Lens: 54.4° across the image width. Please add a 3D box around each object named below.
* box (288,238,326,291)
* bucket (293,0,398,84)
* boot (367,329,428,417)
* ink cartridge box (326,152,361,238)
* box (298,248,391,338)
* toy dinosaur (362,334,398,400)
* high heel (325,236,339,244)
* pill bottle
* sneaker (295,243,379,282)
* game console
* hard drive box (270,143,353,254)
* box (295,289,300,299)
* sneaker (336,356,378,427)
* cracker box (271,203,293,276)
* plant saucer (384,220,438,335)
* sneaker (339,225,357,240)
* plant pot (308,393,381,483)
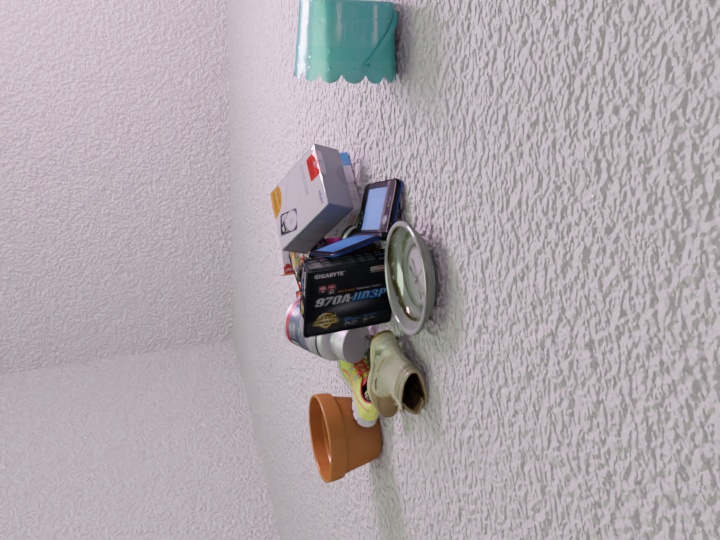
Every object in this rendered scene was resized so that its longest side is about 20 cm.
[{"bbox_3d":[-0.135,-0.051,1.752,0.201,0.037,0.140,-118,40,-60],"label":"box"},{"bbox_3d":[-0.025,-0.419,1.274,0.207,0.201,0.139,-133,42,-62],"label":"bucket"},{"bbox_3d":[0.074,0.241,1.385,0.155,0.070,0.205,-132,35,-53],"label":"boot"},{"bbox_3d":[-0.050,-0.159,1.643,0.116,0.065,0.205,116,144,-58],"label":"ink cartridge box"},{"bbox_3d":[-0.026,0.045,1.419,0.046,0.195,0.162,-125,34,-49],"label":"box"},{"bbox_3d":[0.039,0.187,1.506,0.088,0.046,0.203,50,138,37],"label":"toy dinosaur"},{"bbox_3d":[-0.080,-0.107,1.763,0.200,0.065,0.099,-111,8,-74],"label":"high heel"},{"bbox_3d":[-0.076,0.139,1.614,0.197,0.118,0.123,17,115,42],"label":"pill bottle"},{"bbox_3d":[-0.051,-0.007,1.515,0.075,0.196,0.072,-22,-88,-66],"label":"sneaker"},{"bbox_3d":[-0.014,-0.103,1.400,0.199,0.115,0.176,-171,93,-71],"label":"game console"},{"bbox_3d":[-0.114,-0.158,1.583,0.199,0.075,0.159,-40,55,40],"label":"hard drive box"},{"bbox_3d":[-0.079,0.091,1.732,0.198,0.037,0.140,-26,70,43],"label":"box"},{"bbox_3d":[0.008,0.248,1.608,0.204,0.076,0.091,68,149,27],"label":"sneaker"},{"bbox_3d":[-0.164,-0.094,1.922,0.058,0.130,0.206,163,100,-71],"label":"cracker box"},{"bbox_3d":[0.098,0.011,1.258,0.200,0.049,0.206,173,90,-73],"label":"plant saucer"},{"bbox_3d":[0.000,0.000,1.576,0.081,0.071,0.206,13,112,37],"label":"sneaker"},{"bbox_3d":[-0.034,0.386,1.661,0.200,0.136,0.206,173,90,-73],"label":"plant pot"}]
